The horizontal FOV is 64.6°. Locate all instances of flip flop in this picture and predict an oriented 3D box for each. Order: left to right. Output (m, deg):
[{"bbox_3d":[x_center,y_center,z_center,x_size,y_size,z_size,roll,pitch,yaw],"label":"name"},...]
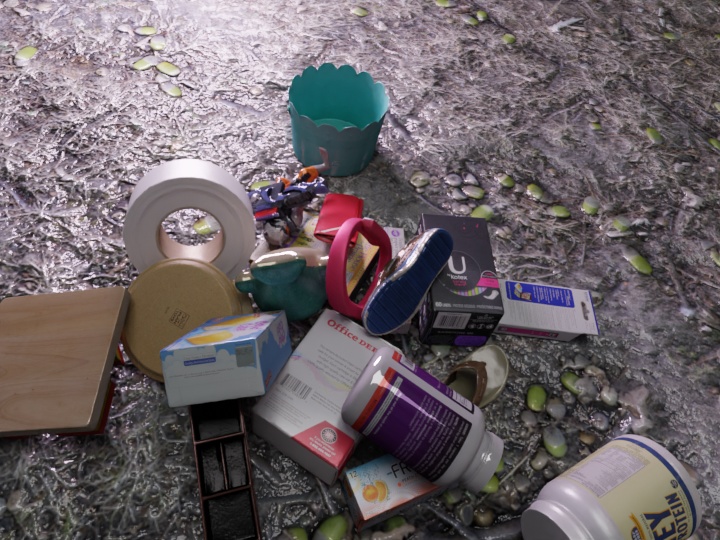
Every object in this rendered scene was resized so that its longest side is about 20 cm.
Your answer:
[{"bbox_3d":[0.159,0.179,0.880,0.198,0.058,0.081,-26,62,-25],"label":"flip flop"}]

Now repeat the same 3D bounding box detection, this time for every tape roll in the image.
[{"bbox_3d":[-0.264,-0.066,0.894,0.198,0.206,0.071,-5,32,-13],"label":"tape roll"}]

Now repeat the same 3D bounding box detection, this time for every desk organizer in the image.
[{"bbox_3d":[-0.175,0.249,0.726,0.070,0.077,0.204,-8,73,-15],"label":"desk organizer"}]

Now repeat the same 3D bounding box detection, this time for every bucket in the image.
[{"bbox_3d":[-0.049,-0.302,1.148,0.202,0.136,0.211,5,53,-7],"label":"bucket"}]

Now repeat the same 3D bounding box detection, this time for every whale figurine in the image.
[{"bbox_3d":[-0.105,0.021,0.832,0.155,0.200,0.106,-10,84,-3],"label":"whale figurine"}]

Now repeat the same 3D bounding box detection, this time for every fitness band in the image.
[{"bbox_3d":[0.000,0.000,0.876,0.037,0.200,0.147,14,81,22],"label":"fitness band"}]

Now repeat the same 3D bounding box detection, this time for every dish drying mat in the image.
[{"bbox_3d":[-0.036,-0.097,1.022,0.075,0.019,0.201,9,28,-1],"label":"dish drying mat"}]

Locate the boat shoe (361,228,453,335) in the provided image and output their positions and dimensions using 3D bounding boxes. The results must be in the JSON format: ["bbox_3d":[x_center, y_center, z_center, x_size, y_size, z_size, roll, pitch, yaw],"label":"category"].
[{"bbox_3d":[0.066,0.018,0.885,0.200,0.072,0.073,-47,112,-18],"label":"boat shoe"}]

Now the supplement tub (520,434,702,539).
[{"bbox_3d":[0.326,0.324,0.748,0.197,0.146,0.146,-21,60,-23],"label":"supplement tub"}]

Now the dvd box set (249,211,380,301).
[{"bbox_3d":[-0.074,-0.029,0.990,0.197,0.030,0.147,19,53,18],"label":"dvd box set"}]

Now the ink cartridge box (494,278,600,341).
[{"bbox_3d":[0.313,0.069,1.000,0.195,0.037,0.096,6,52,-2],"label":"ink cartridge box"}]

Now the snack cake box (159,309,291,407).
[{"bbox_3d":[-0.160,0.104,0.725,0.112,0.200,0.069,-9,95,2],"label":"snack cake box"}]

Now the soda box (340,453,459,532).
[{"bbox_3d":[0.074,0.283,0.787,0.196,0.064,0.069,-15,57,-20],"label":"soda box"}]

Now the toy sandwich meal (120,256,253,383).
[{"bbox_3d":[-0.262,0.074,0.866,0.200,0.070,0.210,1,82,-4],"label":"toy sandwich meal"}]

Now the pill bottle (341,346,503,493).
[{"bbox_3d":[0.080,0.195,0.732,0.198,0.113,0.113,34,55,3],"label":"pill bottle"}]

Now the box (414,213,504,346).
[{"bbox_3d":[0.159,0.014,0.971,0.119,0.107,0.203,3,53,-8],"label":"box"}]

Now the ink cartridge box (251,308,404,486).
[{"bbox_3d":[-0.045,0.179,0.829,0.146,0.086,0.201,30,53,12],"label":"ink cartridge box"}]

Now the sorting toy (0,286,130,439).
[{"bbox_3d":[-0.421,0.134,0.787,0.195,0.070,0.202,-6,56,8],"label":"sorting toy"}]

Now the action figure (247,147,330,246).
[{"bbox_3d":[-0.106,-0.122,0.987,0.197,0.105,0.196,-2,49,36],"label":"action figure"}]

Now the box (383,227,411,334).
[{"bbox_3d":[0.061,0.014,0.996,0.038,0.042,0.203,3,55,-6],"label":"box"}]
